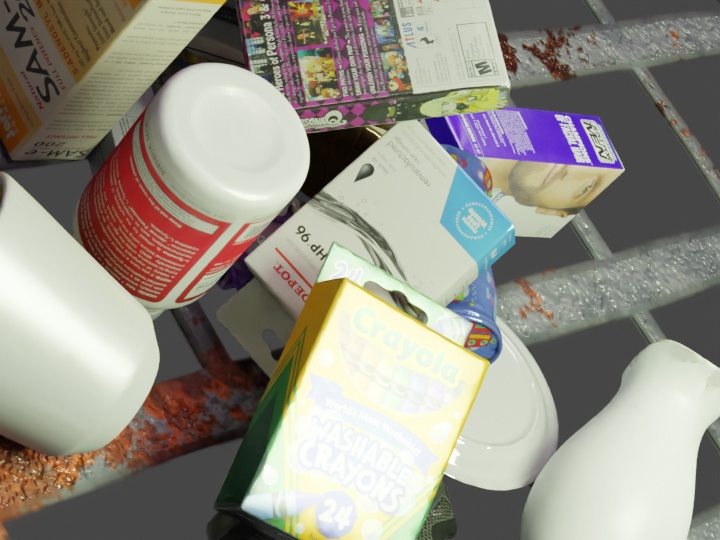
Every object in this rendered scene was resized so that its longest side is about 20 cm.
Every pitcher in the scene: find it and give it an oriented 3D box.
[{"bbox_3d":[0.197,0.170,1.512,0.121,0.172,0.200,31,67,0],"label":"pitcher"}]

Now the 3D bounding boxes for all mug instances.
[{"bbox_3d":[-0.208,0.027,1.253,0.153,0.149,0.187,37,45,-24],"label":"mug"}]

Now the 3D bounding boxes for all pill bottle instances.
[{"bbox_3d":[-0.127,-0.044,1.328,0.112,0.200,0.112,17,53,-24],"label":"pill bottle"}]

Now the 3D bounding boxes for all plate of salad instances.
[{"bbox_3d":[0.069,0.089,1.522,0.200,0.048,0.200,24,42,-24],"label":"plate of salad"}]

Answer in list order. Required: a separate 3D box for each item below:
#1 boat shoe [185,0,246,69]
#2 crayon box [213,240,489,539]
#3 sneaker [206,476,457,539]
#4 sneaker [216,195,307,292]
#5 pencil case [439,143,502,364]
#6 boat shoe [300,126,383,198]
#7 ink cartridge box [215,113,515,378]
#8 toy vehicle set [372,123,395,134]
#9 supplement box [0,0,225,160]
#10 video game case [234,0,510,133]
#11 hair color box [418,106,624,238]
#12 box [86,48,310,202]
[{"bbox_3d":[-0.102,-0.180,1.491,0.200,0.074,0.065,33,-15,38],"label":"boat shoe"},{"bbox_3d":[0.002,0.094,1.297,0.126,0.052,0.200,30,72,-22],"label":"crayon box"},{"bbox_3d":[-0.009,0.182,1.348,0.199,0.076,0.114,-8,66,-44],"label":"sneaker"},{"bbox_3d":[-0.067,-0.017,1.469,0.200,0.089,0.080,26,-2,-27],"label":"sneaker"},{"bbox_3d":[0.067,-0.007,1.510,0.078,0.087,0.200,0,46,0],"label":"pencil case"},{"bbox_3d":[-0.051,-0.104,1.496,0.200,0.072,0.072,19,16,-11],"label":"boat shoe"},{"bbox_3d":[0.000,0.000,1.395,0.116,0.200,0.068,47,-4,10],"label":"ink cartridge box"},{"bbox_3d":[0.019,-0.175,1.615,0.026,0.124,0.200,17,3,30],"label":"toy vehicle set"},{"bbox_3d":[-0.197,-0.185,1.395,0.073,0.200,0.126,-5,60,-49],"label":"supplement box"},{"bbox_3d":[0.000,-0.193,1.407,0.181,0.036,0.200,-8,60,-7],"label":"video game case"},{"bbox_3d":[0.117,-0.084,1.671,0.200,0.109,0.065,0,57,-42],"label":"hair color box"},{"bbox_3d":[-0.131,-0.124,1.533,0.200,0.041,0.156,9,52,-39],"label":"box"}]
